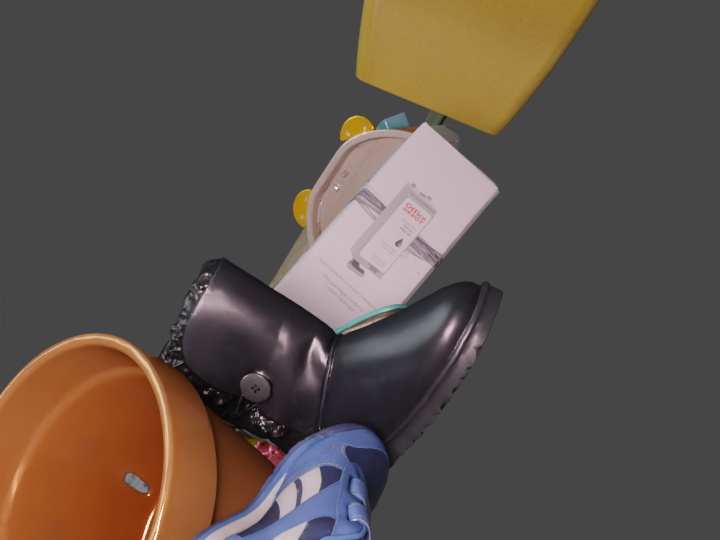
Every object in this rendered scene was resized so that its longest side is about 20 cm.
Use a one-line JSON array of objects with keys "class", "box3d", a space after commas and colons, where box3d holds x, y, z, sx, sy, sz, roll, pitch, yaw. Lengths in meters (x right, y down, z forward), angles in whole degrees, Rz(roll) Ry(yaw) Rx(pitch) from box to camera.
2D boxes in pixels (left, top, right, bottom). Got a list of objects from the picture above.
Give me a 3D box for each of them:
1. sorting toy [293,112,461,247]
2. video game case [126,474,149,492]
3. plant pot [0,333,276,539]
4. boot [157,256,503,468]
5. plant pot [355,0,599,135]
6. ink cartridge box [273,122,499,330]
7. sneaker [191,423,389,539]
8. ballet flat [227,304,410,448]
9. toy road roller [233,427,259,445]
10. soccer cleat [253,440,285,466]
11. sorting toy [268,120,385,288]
[{"class": "sorting toy", "box3d": [0.032, -0.094, 1.717, 0.200, 0.107, 0.180, -55, -13, 25]}, {"class": "video game case", "box3d": [-0.144, 0.226, 1.189, 0.182, 0.024, 0.201, -54, 44, 26]}, {"class": "plant pot", "box3d": [-0.133, 0.153, 0.981, 0.199, 0.140, 0.202, -20, 58, 36]}, {"class": "boot", "box3d": [-0.028, 0.044, 1.016, 0.200, 0.168, 0.077, -52, 7, 36]}, {"class": "plant pot", "box3d": [0.093, -0.234, 1.435, 0.200, 0.199, 0.177, -76, 9, -73]}, {"class": "ink cartridge box", "box3d": [0.000, 0.000, 1.262, 0.200, 0.083, 0.147, -49, 2, -24]}, {"class": "sneaker", "box3d": [-0.024, 0.153, 0.918, 0.200, 0.082, 0.074, -41, -46, -54]}, {"class": "ballet flat", "box3d": [-0.037, 0.086, 1.128, 0.199, 0.068, 0.068, -25, -20, 35]}, {"class": "toy road roller", "box3d": [-0.100, 0.160, 1.391, 0.199, 0.147, 0.123, -7, 37, 31]}, {"class": "soccer cleat", "box3d": [-0.059, 0.147, 1.188, 0.201, 0.073, 0.068, -56, 5, 18]}, {"class": "sorting toy", "box3d": [-0.017, -0.051, 1.892, 0.200, 0.069, 0.200, -59, 6, -16]}]
